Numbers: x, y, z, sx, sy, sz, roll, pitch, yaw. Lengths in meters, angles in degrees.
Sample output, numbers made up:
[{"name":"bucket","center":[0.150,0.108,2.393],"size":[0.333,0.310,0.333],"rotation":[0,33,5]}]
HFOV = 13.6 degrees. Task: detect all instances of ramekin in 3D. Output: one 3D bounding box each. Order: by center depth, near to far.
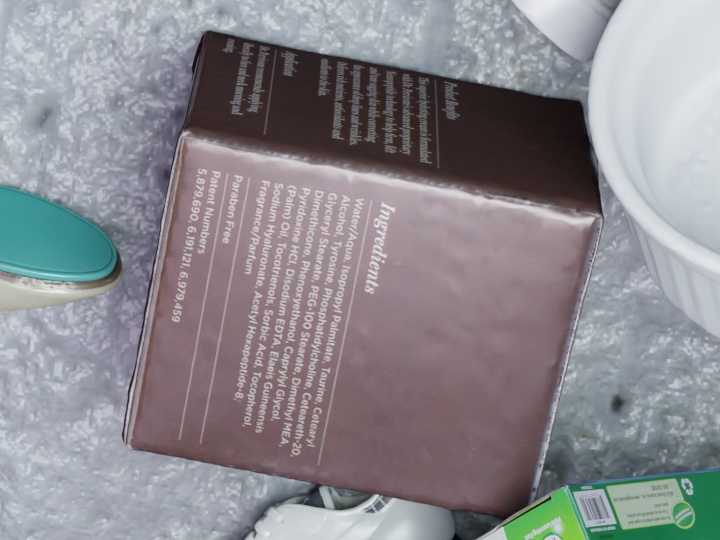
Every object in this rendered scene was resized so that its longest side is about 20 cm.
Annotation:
[{"name":"ramekin","center":[0.205,-0.056,1.342],"size":[0.200,0.201,0.098],"rotation":[-10,148,5]}]

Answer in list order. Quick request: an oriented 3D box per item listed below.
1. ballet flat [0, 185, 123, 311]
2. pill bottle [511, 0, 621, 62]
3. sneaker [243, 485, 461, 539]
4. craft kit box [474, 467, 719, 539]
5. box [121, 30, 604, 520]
[{"name":"ballet flat","center":[-0.219,-0.016,1.510],"size":[0.199,0.070,0.070],"rotation":[20,111,-4]},{"name":"pill bottle","center":[0.151,-0.193,1.399],"size":[0.200,0.111,0.111],"rotation":[-43,105,16]},{"name":"sneaker","center":[-0.042,0.164,1.575],"size":[0.200,0.076,0.081],"rotation":[-29,97,7]},{"name":"craft kit box","center":[0.092,0.157,1.475],"size":[0.197,0.200,0.049],"rotation":[-31,72,35]},{"name":"box","center":[0.000,0.000,1.450],"size":[0.199,0.166,0.165],"rotation":[11,111,-3]}]
